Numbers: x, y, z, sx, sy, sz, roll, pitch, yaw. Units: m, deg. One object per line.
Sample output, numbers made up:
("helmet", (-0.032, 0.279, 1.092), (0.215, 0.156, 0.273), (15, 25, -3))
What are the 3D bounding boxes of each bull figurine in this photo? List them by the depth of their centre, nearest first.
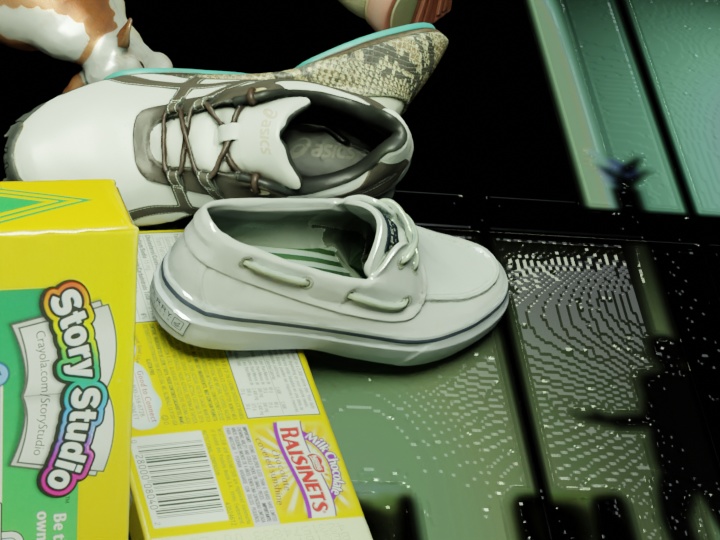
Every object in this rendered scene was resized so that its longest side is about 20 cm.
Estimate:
("bull figurine", (-0.187, -0.158, 1.031), (0.199, 0.065, 0.122), (17, 41, 0))

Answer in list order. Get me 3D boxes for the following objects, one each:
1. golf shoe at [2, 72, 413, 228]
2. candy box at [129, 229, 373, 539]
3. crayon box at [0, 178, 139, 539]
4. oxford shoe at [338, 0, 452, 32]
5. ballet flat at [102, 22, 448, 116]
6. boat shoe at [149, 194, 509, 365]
("golf shoe", (-0.070, -0.064, 0.914), (0.199, 0.094, 0.078), (-4, 84, -13))
("candy box", (-0.070, 0.058, 0.874), (0.102, 0.026, 0.201), (0, 46, -24))
("crayon box", (-0.173, 0.071, 0.708), (0.171, 0.201, 0.058), (-3, 22, -19))
("oxford shoe", (0.054, -0.210, 1.147), (0.074, 0.071, 0.200), (35, 47, 23))
("ballet flat", (-0.041, -0.076, 1.000), (0.199, 0.068, 0.076), (-11, 71, -18))
("boat shoe", (0.000, 0.000, 0.899), (0.199, 0.067, 0.074), (-5, 49, -38))
